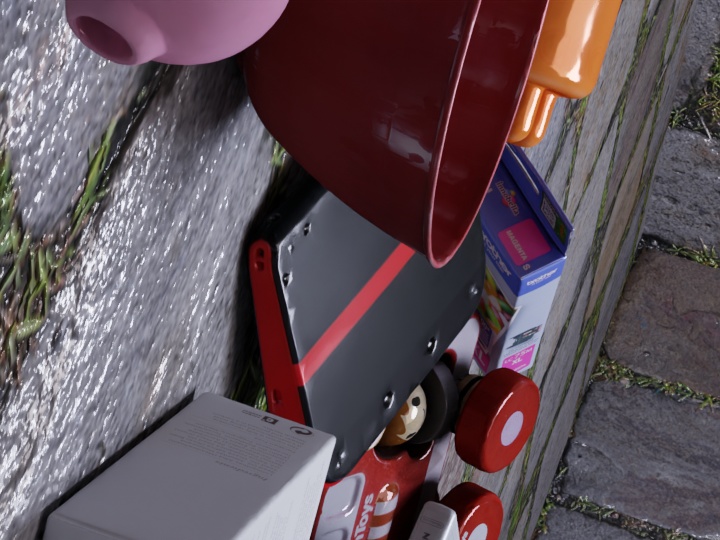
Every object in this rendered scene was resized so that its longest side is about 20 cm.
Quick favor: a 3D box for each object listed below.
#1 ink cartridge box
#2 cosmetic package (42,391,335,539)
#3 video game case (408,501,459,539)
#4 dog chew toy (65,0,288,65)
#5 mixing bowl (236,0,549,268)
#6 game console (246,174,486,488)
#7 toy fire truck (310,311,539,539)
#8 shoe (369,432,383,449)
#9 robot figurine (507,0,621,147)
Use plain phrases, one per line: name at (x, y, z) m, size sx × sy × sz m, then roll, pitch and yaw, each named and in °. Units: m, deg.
ink cartridge box at (0.079, -0.020, 1.387) m, size 0.042 × 0.120 × 0.200 m, roll -24°, pitch 158°, yaw -17°
cosmetic package at (-0.078, 0.132, 0.950) m, size 0.200 × 0.071 × 0.102 m, roll -38°, pitch 144°, yaw -73°
video game case at (0.018, 0.250, 1.289) m, size 0.200 × 0.023 × 0.183 m, roll 79°, pitch 32°, yaw -65°
dog chew toy at (-0.027, -0.147, 0.655) m, size 0.201 × 0.124 × 0.125 m, roll -59°, pitch 166°, yaw -21°
mixing bowl at (0.014, -0.114, 0.931) m, size 0.200 × 0.107 × 0.202 m, roll 18°, pitch 90°, yaw -81°
game console at (0.006, -0.002, 1.151) m, size 0.200 × 0.031 × 0.178 m, roll -50°, pitch 141°, yaw -41°
toy fire truck at (0.014, 0.120, 1.372) m, size 0.167 × 0.112 × 0.202 m, roll -14°, pitch 125°, yaw -54°
shoe at (0.000, 0.000, 1.236) m, size 0.070 × 0.053 × 0.202 m, roll 16°, pitch 87°, yaw -51°
robot figurine at (0.097, -0.176, 1.261) m, size 0.143 × 0.116 × 0.202 m, roll 14°, pitch 95°, yaw -35°
